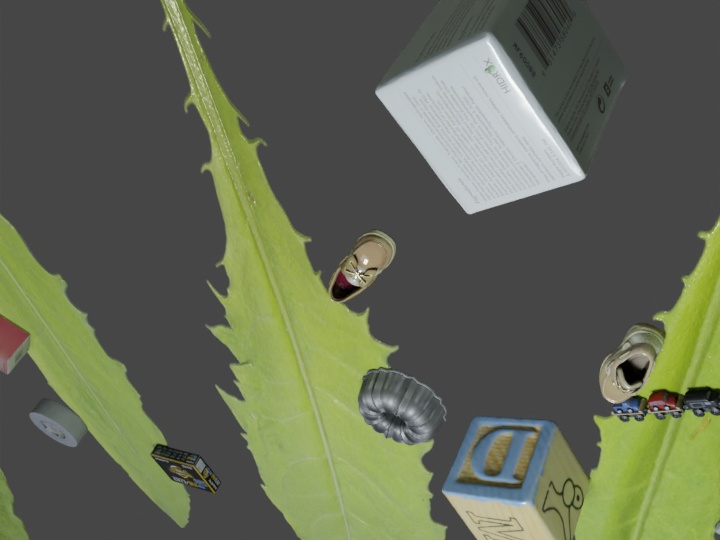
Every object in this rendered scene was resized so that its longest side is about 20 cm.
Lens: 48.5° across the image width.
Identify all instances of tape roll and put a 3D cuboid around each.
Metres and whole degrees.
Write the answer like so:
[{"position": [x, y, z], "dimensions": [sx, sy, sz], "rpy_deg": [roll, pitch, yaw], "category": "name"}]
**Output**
[{"position": [-1.077, 0.544, 2.850], "dimensions": [0.199, 0.066, 0.201], "rpy_deg": [20, 144, 15], "category": "tape roll"}]

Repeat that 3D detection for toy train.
[{"position": [0.503, 0.223, 1.327], "dimensions": [0.199, 0.034, 0.046], "rpy_deg": [-17, 120, 46], "category": "toy train"}]

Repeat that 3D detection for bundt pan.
[{"position": [0.079, 0.299, 1.696], "dimensions": [0.201, 0.076, 0.203], "rpy_deg": [21, 143, 16], "category": "bundt pan"}]

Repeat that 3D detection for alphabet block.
[{"position": [0.311, 0.426, 1.579], "dimensions": [0.196, 0.196, 0.200], "rpy_deg": [-3, 131, 41], "category": "alphabet block"}]

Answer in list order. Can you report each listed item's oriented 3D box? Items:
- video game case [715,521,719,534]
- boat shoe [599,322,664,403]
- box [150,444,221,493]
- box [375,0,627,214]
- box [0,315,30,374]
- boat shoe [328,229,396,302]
[{"position": [0.776, 0.476, 1.442], "dimensions": [0.181, 0.022, 0.200], "rpy_deg": [25, 145, 8], "category": "video game case"}, {"position": [0.428, 0.165, 1.284], "dimensions": [0.072, 0.065, 0.201], "rpy_deg": [23, 144, 11], "category": "boat shoe"}, {"position": [-0.574, 0.651, 2.625], "dimensions": [0.199, 0.049, 0.160], "rpy_deg": [6, 139, 31], "category": "box"}, {"position": [0.164, -0.212, 0.907], "dimensions": [0.171, 0.200, 0.200], "rpy_deg": [-14, 125, 46], "category": "box"}, {"position": [-1.126, 0.204, 2.438], "dimensions": [0.199, 0.109, 0.128], "rpy_deg": [33, 145, -4], "category": "box"}, {"position": [0.000, 0.000, 1.399], "dimensions": [0.074, 0.067, 0.200], "rpy_deg": [33, 145, -3], "category": "boat shoe"}]
